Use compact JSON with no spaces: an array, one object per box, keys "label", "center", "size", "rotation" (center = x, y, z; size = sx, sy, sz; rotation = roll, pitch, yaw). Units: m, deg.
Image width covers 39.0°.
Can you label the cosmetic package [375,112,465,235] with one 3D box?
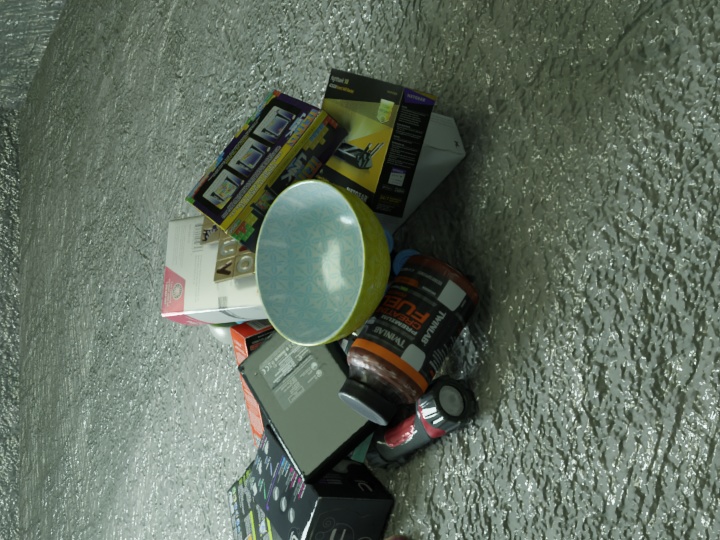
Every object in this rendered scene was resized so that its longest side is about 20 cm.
[{"label":"cosmetic package","center":[0.043,-0.133,1.394],"size":[0.200,0.101,0.074],"rotation":[-47,45,41]}]

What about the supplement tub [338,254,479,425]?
[{"label":"supplement tub","center":[0.055,0.087,1.239],"size":[0.200,0.107,0.107],"rotation":[-57,26,-17]}]

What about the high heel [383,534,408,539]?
[{"label":"high heel","center":[0.002,0.433,1.341],"size":[0.200,0.067,0.096],"rotation":[-50,32,37]}]

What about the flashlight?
[{"label":"flashlight","center":[0.064,0.197,1.305],"size":[0.200,0.068,0.068],"rotation":[-38,42,49]}]

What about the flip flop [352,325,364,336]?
[{"label":"flip flop","center":[-0.030,0.066,1.417],"size":[0.199,0.058,0.081],"rotation":[18,126,24]}]

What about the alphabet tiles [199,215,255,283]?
[{"label":"alphabet tiles","center":[-0.150,-0.080,1.396],"size":[0.167,0.008,0.201],"rotation":[-13,56,26]}]

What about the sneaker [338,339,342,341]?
[{"label":"sneaker","center":[-0.034,0.044,1.526],"size":[0.200,0.075,0.100],"rotation":[-40,32,47]}]

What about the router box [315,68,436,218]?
[{"label":"router box","center":[0.006,-0.169,1.318],"size":[0.200,0.052,0.158],"rotation":[30,107,57]}]

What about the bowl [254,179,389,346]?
[{"label":"bowl","center":[-0.027,-0.009,1.249],"size":[0.200,0.107,0.201],"rotation":[-2,88,46]}]

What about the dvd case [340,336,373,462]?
[{"label":"dvd case","center":[-0.011,0.173,1.419],"size":[0.147,0.022,0.200],"rotation":[-70,20,-3]}]

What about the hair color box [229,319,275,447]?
[{"label":"hair color box","center":[-0.122,0.167,1.522],"size":[0.061,0.101,0.201],"rotation":[26,130,57]}]

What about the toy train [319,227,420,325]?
[{"label":"toy train","center":[0.000,0.000,1.353],"size":[0.114,0.200,0.087],"rotation":[-54,-7,-18]}]

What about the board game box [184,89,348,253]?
[{"label":"board game box","center":[-0.127,-0.136,1.350],"size":[0.200,0.057,0.165],"rotation":[-52,35,-2]}]

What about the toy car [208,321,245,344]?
[{"label":"toy car","center":[-0.151,0.025,1.592],"size":[0.150,0.199,0.176],"rotation":[16,114,53]}]

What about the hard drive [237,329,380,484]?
[{"label":"hard drive","center":[-0.068,0.163,1.356],"size":[0.140,0.033,0.200],"rotation":[-43,58,13]}]

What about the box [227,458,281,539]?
[{"label":"box","center":[-0.147,0.399,1.628],"size":[0.193,0.047,0.201],"rotation":[-50,42,38]}]

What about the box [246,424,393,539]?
[{"label":"box","center":[-0.062,0.313,1.431],"size":[0.200,0.122,0.106],"rotation":[38,114,56]}]

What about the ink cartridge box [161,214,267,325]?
[{"label":"ink cartridge box","center":[-0.178,-0.004,1.446],"size":[0.199,0.083,0.147],"rotation":[-6,73,30]}]
